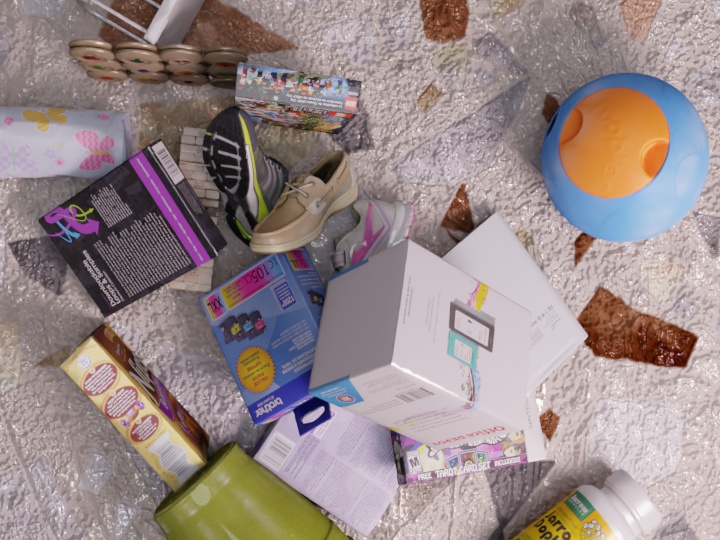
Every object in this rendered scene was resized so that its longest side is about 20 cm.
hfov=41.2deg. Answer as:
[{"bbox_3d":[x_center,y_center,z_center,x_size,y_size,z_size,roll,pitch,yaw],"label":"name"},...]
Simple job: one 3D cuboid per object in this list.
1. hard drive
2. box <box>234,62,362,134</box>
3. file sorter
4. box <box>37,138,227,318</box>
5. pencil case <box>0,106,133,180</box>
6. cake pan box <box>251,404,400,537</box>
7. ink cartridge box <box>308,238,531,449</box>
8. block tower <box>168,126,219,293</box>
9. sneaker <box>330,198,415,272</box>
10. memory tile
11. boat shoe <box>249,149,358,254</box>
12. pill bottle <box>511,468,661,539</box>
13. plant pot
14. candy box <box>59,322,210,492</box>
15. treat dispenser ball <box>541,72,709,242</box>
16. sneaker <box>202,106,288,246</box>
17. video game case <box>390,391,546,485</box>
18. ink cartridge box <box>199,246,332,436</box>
[{"bbox_3d":[0.186,0.043,1.218,0.131,0.026,0.201,-38,91,-24],"label":"hard drive"},{"bbox_3d":[-0.078,-0.195,1.106,0.134,0.200,0.038,7,91,-7],"label":"box"},{"bbox_3d":[-0.233,-0.368,1.106,0.123,0.139,0.202,30,90,-6],"label":"file sorter"},{"bbox_3d":[-0.268,-0.045,1.119,0.198,0.036,0.144,-26,104,27],"label":"box"},{"bbox_3d":[-0.365,-0.147,1.130,0.196,0.084,0.092,3,135,-9],"label":"pencil case"},{"bbox_3d":[-0.017,0.210,1.221,0.183,0.052,0.202,33,89,-7],"label":"cake pan box"},{"bbox_3d":[0.071,0.090,1.065,0.198,0.146,0.148,28,56,-30],"label":"ink cartridge box"},{"bbox_3d":[-0.199,-0.079,1.172,0.057,0.054,0.204,7,93,-9],"label":"block tower"},{"bbox_3d":[0.000,0.000,1.192,0.087,0.081,0.203,18,75,-2],"label":"sneaker"},{"bbox_3d":[-0.227,-0.236,1.107,0.196,0.153,0.017,1,88,-6],"label":"memory tile"},{"bbox_3d":[-0.068,-0.082,1.130,0.071,0.200,0.066,7,121,31],"label":"boat shoe"},{"bbox_3d":[0.286,0.352,1.242,0.199,0.113,0.114,-36,98,-3],"label":"pill bottle"},{"bbox_3d":[-0.140,0.319,1.142,0.200,0.200,0.194,-40,94,-3],"label":"plant pot"},{"bbox_3d":[-0.265,0.160,1.148,0.056,0.117,0.200,-42,99,-2],"label":"candy box"},{"bbox_3d":[0.320,-0.136,1.167,0.197,0.201,0.205,-1,94,-8],"label":"treat dispenser ball"},{"bbox_3d":[-0.129,-0.117,1.134,0.073,0.202,0.081,23,55,23],"label":"sneaker"},{"bbox_3d":[0.128,0.162,1.205,0.196,0.036,0.185,-5,79,-19],"label":"video game case"},{"bbox_3d":[-0.087,0.091,1.139,0.135,0.076,0.202,-31,81,22],"label":"ink cartridge box"}]
